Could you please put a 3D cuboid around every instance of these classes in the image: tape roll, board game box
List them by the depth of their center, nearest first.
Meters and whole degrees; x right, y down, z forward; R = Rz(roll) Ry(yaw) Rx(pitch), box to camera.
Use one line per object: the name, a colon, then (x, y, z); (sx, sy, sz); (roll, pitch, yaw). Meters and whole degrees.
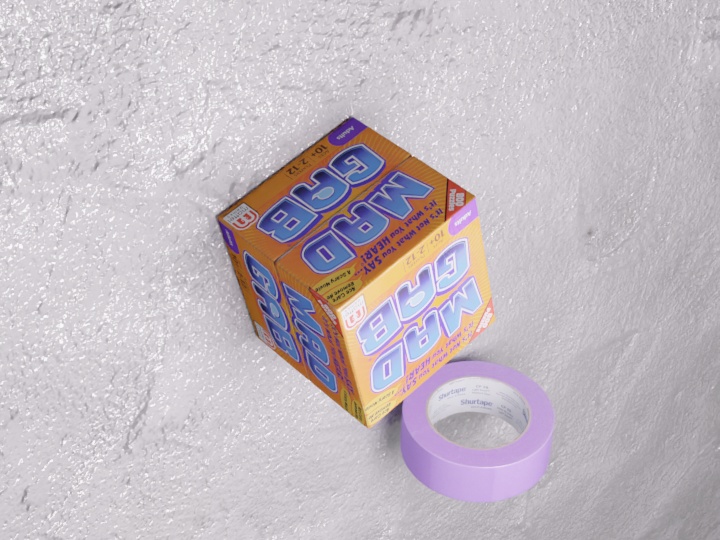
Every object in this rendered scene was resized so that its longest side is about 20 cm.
board game box: (0.000, 0.000, 1.643); (0.199, 0.199, 0.201); (-38, 141, -21)
tape roll: (0.152, 0.208, 1.978); (0.199, 0.200, 0.066); (-27, 136, -32)
